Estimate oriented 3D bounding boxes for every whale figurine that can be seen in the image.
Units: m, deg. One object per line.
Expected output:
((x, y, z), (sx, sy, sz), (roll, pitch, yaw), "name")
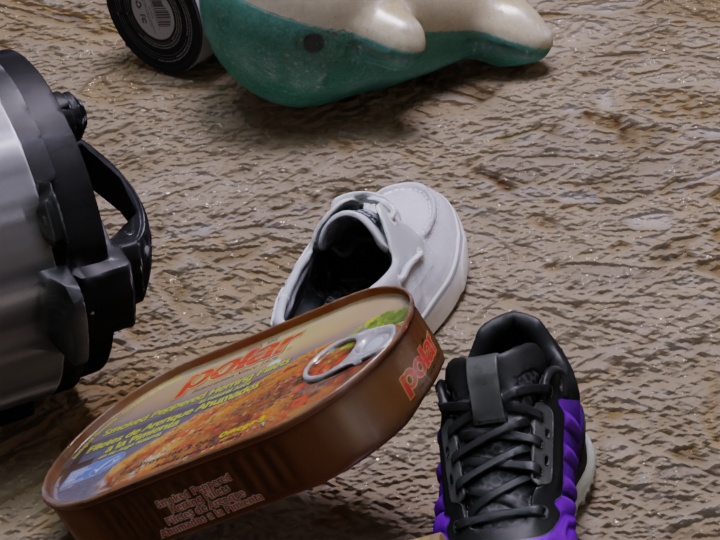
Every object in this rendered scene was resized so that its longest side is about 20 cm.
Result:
((0.005, -0.139, 1.682), (0.200, 0.104, 0.159), (9, 23, -20), "whale figurine")

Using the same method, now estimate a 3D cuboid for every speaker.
((-0.058, -0.195, 1.788), (0.081, 0.081, 0.200), (17, 37, 37), "speaker")

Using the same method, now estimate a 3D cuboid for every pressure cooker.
((-0.200, -0.011, 1.393), (0.200, 0.176, 0.179), (-18, -11, -22), "pressure cooker")

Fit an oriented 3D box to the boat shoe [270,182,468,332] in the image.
((0.000, 0.000, 1.439), (0.072, 0.069, 0.200), (5, 32, 23), "boat shoe")

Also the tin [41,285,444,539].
((-0.051, 0.067, 1.293), (0.200, 0.042, 0.112), (-22, 24, 33), "tin")

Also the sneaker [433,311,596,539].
((0.056, 0.085, 1.240), (0.069, 0.100, 0.200), (-5, 29, 10), "sneaker")

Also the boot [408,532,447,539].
((-0.021, 0.193, 1.124), (0.144, 0.071, 0.201), (-21, 41, 10), "boot")
